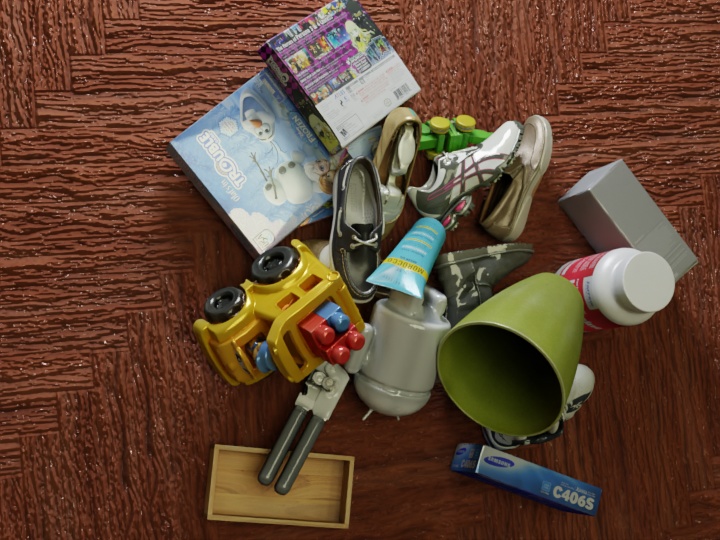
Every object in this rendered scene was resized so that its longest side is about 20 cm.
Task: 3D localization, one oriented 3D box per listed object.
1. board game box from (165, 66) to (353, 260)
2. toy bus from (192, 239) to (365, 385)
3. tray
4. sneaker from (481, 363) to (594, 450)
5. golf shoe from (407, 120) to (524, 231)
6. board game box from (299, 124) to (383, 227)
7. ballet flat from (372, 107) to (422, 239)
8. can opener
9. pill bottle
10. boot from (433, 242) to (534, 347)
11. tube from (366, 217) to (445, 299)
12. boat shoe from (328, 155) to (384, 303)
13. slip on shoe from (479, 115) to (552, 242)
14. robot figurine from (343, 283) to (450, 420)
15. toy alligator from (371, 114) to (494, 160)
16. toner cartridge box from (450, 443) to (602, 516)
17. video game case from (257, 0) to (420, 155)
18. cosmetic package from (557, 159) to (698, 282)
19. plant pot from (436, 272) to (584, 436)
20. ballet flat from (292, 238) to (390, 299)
[{"bbox_3d":[-0.132,-0.154,1.632,0.199,0.043,0.200,-41,96,-18],"label":"board game box"},{"bbox_3d":[-0.091,0.082,1.542,0.200,0.192,0.136,-38,128,-17],"label":"toy bus"},{"bbox_3d":[-0.111,0.297,1.607,0.198,0.037,0.099,8,80,-18],"label":"tray"},{"bbox_3d":[0.282,0.197,1.701,0.198,0.129,0.080,-22,92,-20],"label":"sneaker"},{"bbox_3d":[0.158,-0.152,1.708,0.088,0.077,0.200,41,90,-10],"label":"golf shoe"},{"bbox_3d":[-0.041,-0.133,1.692,0.199,0.019,0.104,-20,88,-20],"label":"board game box"},{"bbox_3d":[0.042,-0.132,1.664,0.068,0.063,0.202,8,102,-22],"label":"ballet flat"},{"bbox_3d":[-0.077,0.211,1.596,0.052,0.067,0.201,28,64,-2],"label":"can opener"},{"bbox_3d":[0.369,0.028,1.715,0.111,0.200,0.113,3,82,-18],"label":"pill bottle"},{"bbox_3d":[0.189,0.067,1.719,0.181,0.073,0.202,-11,85,-20],"label":"boot"},{"bbox_3d":[0.071,-0.014,1.623,0.077,0.200,0.051,14,118,12],"label":"tube"},{"bbox_3d":[0.000,-0.058,1.602,0.073,0.060,0.202,5,75,-18],"label":"boat shoe"},{"bbox_3d":[0.230,-0.144,1.758,0.060,0.076,0.201,23,84,-26],"label":"slip on shoe"},{"bbox_3d":[0.057,0.116,1.629,0.169,0.113,0.201,11,102,-29],"label":"robot figurine"},{"bbox_3d":[0.103,-0.201,1.734,0.198,0.060,0.054,-7,41,-18],"label":"toy alligator"},{"bbox_3d":[0.239,0.302,1.693,0.199,0.095,0.043,22,76,-15],"label":"toner cartridge box"},{"bbox_3d":[-0.026,-0.285,1.673,0.182,0.036,0.200,53,50,-6],"label":"video game case"},{"bbox_3d":[0.406,-0.062,1.790,0.090,0.107,0.201,-38,98,-18],"label":"cosmetic package"},{"bbox_3d":[0.232,0.094,1.621,0.187,0.187,0.200,50,46,-7],"label":"plant pot"},{"bbox_3d":[0.000,0.000,1.661,0.199,0.072,0.068,22,76,-15],"label":"ballet flat"}]
